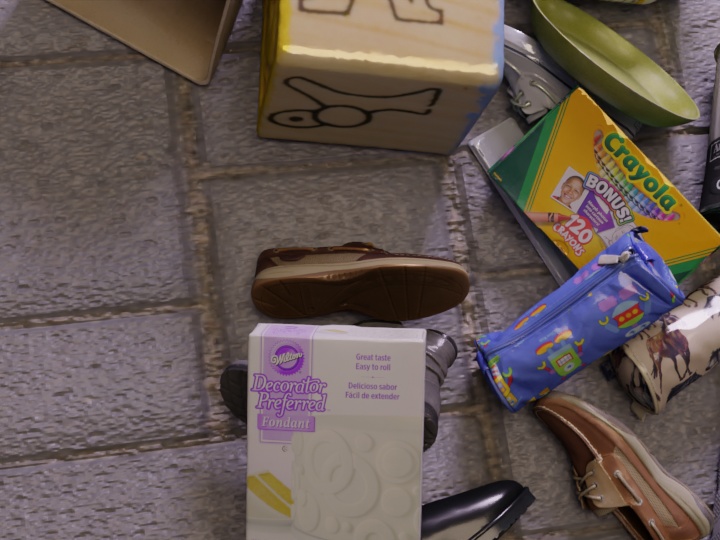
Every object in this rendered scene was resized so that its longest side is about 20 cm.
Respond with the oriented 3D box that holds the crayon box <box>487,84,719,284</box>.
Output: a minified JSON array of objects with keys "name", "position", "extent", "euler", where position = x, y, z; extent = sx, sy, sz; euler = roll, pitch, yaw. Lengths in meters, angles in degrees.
[{"name":"crayon box","position":[0.231,-0.063,1.230],"extent":[0.119,0.058,0.200],"euler":[-44,88,12]}]

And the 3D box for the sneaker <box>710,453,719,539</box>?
[{"name":"sneaker","position":[0.397,0.214,1.216],"extent":[0.114,0.075,0.201],"euler":[14,79,-6]}]

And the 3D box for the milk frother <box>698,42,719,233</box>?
[{"name":"milk frother","position":[0.446,-0.115,1.292],"extent":[0.200,0.180,0.189],"euler":[29,66,-47]}]

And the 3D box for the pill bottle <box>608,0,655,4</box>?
[{"name":"pill bottle","position":[0.251,-0.329,1.310],"extent":[0.199,0.112,0.113],"euler":[4,75,-9]}]

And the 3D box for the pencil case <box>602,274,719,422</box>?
[{"name":"pencil case","position":[0.330,0.060,1.242],"extent":[0.199,0.090,0.078],"euler":[-29,54,-16]}]

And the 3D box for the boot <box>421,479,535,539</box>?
[{"name":"boot","position":[0.037,0.203,1.161],"extent":[0.198,0.073,0.163],"euler":[-35,78,-18]}]

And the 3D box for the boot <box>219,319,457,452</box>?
[{"name":"boot","position":[-0.018,0.093,1.165],"extent":[0.199,0.070,0.132],"euler":[14,36,1]}]

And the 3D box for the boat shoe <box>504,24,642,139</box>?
[{"name":"boat shoe","position":[0.180,-0.175,1.277],"extent":[0.199,0.074,0.067],"euler":[32,92,5]}]

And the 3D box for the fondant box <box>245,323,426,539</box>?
[{"name":"fondant box","position":[-0.020,0.148,1.070],"extent":[0.143,0.058,0.201],"euler":[2,96,5]}]

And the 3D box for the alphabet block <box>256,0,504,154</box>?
[{"name":"alphabet block","position":[0.013,-0.234,1.204],"extent":[0.199,0.195,0.198],"euler":[5,73,-10]}]

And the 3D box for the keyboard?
[{"name":"keyboard","position":[0.182,-0.056,1.282],"extent":[0.056,0.011,0.201],"euler":[-29,83,-21]}]

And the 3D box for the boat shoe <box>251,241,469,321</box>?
[{"name":"boat shoe","position":[0.000,0.000,1.200],"extent":[0.199,0.072,0.072],"euler":[-4,43,4]}]

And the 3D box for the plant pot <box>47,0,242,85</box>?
[{"name":"plant pot","position":[-0.176,-0.332,1.205],"extent":[0.199,0.200,0.178],"euler":[28,61,-2]}]

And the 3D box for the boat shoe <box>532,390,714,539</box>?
[{"name":"boat shoe","position":[0.232,0.191,1.193],"extent":[0.200,0.076,0.072],"euler":[42,75,4]}]

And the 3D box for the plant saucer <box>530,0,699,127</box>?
[{"name":"plant saucer","position":[0.239,-0.198,1.259],"extent":[0.200,0.200,0.031],"euler":[37,115,1]}]

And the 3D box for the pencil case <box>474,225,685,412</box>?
[{"name":"pencil case","position":[0.194,0.046,1.177],"extent":[0.200,0.087,0.078],"euler":[-36,45,12]}]
